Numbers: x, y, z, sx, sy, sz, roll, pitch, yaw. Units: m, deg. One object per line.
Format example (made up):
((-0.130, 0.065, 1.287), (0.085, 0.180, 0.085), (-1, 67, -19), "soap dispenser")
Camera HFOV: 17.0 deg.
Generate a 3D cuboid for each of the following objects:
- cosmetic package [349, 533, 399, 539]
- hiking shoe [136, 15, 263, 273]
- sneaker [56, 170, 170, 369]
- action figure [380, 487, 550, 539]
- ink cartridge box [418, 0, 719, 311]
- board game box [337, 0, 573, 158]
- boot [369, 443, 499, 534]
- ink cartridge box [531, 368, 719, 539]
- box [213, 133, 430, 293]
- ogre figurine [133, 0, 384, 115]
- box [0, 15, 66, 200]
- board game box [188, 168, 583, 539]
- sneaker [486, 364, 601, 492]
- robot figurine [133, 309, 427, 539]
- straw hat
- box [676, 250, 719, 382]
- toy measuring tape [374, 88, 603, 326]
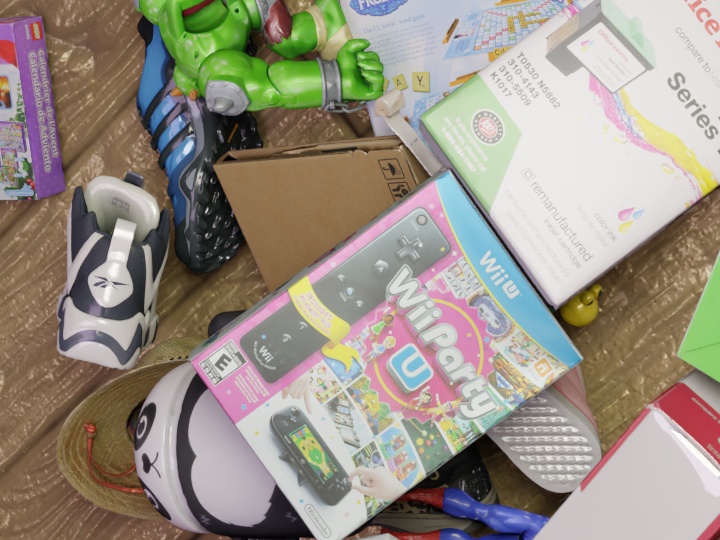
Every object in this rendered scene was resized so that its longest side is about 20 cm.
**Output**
((0.016, 0.237, 1.579), (0.150, 0.200, 0.052), (-12, 57, 38), "cosmetic package")
((-0.120, -0.100, 1.745), (0.086, 0.074, 0.202), (7, 98, 40), "hiking shoe")
((-0.176, -0.012, 1.749), (0.079, 0.199, 0.131), (15, 99, 0), "sneaker")
((0.111, 0.192, 1.616), (0.198, 0.099, 0.066), (4, 113, 1), "action figure")
((0.156, -0.093, 1.482), (0.199, 0.084, 0.145), (-37, 86, -1), "ink cartridge box")
((0.093, -0.128, 1.604), (0.199, 0.041, 0.201), (-10, 98, 35), "board game box")
((-0.008, 0.106, 1.694), (0.202, 0.074, 0.155), (2, 122, 25), "boot")
((0.208, 0.128, 1.501), (0.086, 0.200, 0.148), (44, 123, 15), "ink cartridge box")
((0.000, 0.000, 1.671), (0.162, 0.021, 0.201), (-3, 123, 35), "box")
((-0.079, -0.170, 1.631), (0.201, 0.119, 0.098), (63, 156, 18), "ogre figurine")
((-0.325, -0.125, 1.885), (0.199, 0.039, 0.138), (2, 104, 34), "box")
((0.015, 0.053, 1.496), (0.199, 0.064, 0.148), (-36, 92, -2), "board game box")
((0.086, 0.051, 1.602), (0.075, 0.105, 0.200), (-36, 107, 15), "sneaker")
((-0.057, 0.117, 1.602), (0.199, 0.151, 0.125), (-2, 144, 30), "robot figurine")
((-0.127, 0.096, 1.782), (0.201, 0.200, 0.086), (-43, 35, 34), "straw hat")
((0.320, 0.039, 1.416), (0.199, 0.176, 0.097), (32, 118, 22), "box")
((0.093, -0.049, 1.556), (0.073, 0.074, 0.200), (-38, 90, 35), "toy measuring tape")
